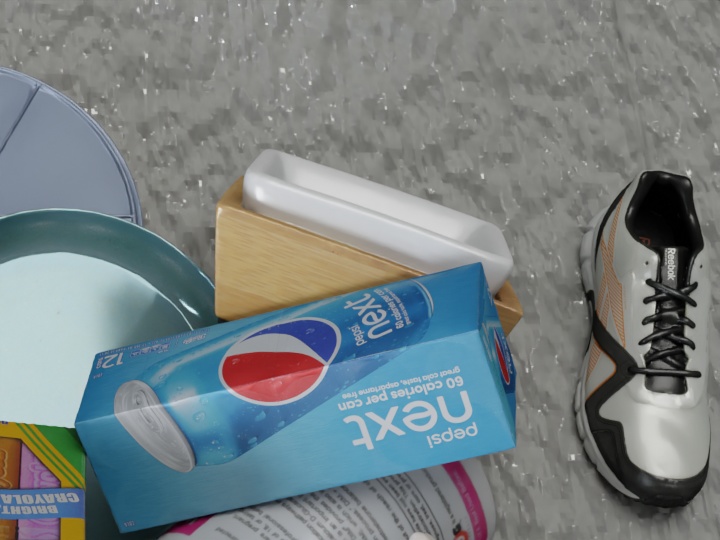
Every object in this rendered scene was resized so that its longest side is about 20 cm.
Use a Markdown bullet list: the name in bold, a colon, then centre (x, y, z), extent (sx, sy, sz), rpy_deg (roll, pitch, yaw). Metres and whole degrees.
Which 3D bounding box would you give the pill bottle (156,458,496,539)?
- **pill bottle**: centre (-0.036, 0.152, 1.115), extent (0.113, 0.114, 0.200), rpy_deg (43, 58, 14)

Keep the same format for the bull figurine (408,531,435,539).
- **bull figurine**: centre (0.040, 0.219, 1.066), extent (0.121, 0.065, 0.202), rpy_deg (-2, 91, -40)

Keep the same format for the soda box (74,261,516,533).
- **soda box**: centre (-0.029, 0.061, 1.076), extent (0.198, 0.068, 0.064), rpy_deg (-14, 28, 11)

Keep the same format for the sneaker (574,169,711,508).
- **sneaker**: centre (0.159, 0.033, 1.258), extent (0.073, 0.080, 0.202), rpy_deg (4, 59, -13)

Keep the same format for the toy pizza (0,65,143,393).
- **toy pizza**: centre (-0.216, -0.023, 1.227), extent (0.198, 0.032, 0.202), rpy_deg (6, 63, -12)

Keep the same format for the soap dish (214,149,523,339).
- **soap dish**: centre (0.000, 0.000, 1.184), extent (0.156, 0.200, 0.082), rpy_deg (19, 96, -2)

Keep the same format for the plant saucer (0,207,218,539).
- **plant saucer**: centre (-0.151, 0.067, 1.171), extent (0.198, 0.027, 0.202), rpy_deg (6, 69, -17)

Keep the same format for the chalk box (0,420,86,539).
- **chalk box**: centre (-0.186, 0.164, 1.014), extent (0.123, 0.126, 0.200), rpy_deg (6, 24, -10)
